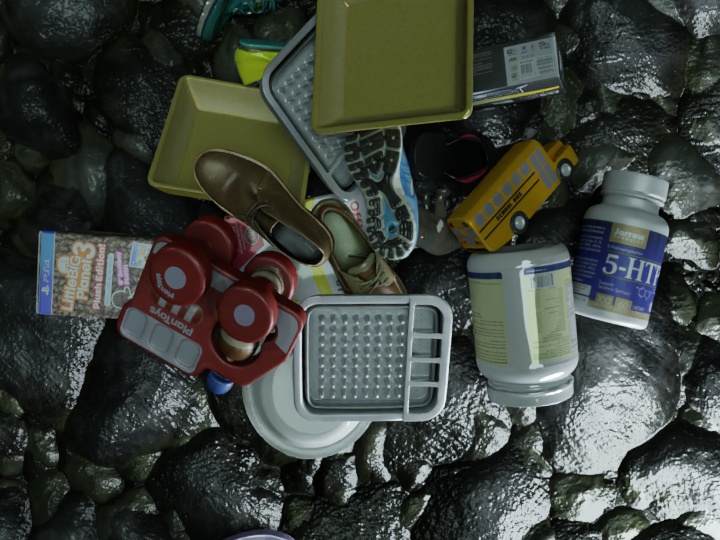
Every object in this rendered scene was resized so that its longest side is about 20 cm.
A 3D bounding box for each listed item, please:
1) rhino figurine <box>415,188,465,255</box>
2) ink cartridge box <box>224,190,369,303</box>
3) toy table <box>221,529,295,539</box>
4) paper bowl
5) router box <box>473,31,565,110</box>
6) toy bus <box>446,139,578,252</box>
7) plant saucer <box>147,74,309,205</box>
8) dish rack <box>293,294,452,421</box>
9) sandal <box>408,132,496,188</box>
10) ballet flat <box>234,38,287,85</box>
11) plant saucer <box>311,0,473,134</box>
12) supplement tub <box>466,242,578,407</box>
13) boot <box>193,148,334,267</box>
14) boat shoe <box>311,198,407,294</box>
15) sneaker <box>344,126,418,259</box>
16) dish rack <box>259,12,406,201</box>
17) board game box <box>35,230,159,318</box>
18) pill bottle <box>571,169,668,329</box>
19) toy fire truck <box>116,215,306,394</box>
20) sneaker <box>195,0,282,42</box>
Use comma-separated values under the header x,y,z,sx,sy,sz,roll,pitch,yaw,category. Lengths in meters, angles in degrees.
x,y,z,sx,sy,sz,roll,pitch,yaw,category
0.100,-0.068,0.969,0.194,0.060,0.091,9,82,-19,rhino figurine
-0.077,-0.024,0.948,0.194,0.083,0.150,-12,96,-4,ink cartridge box
-0.175,0.458,0.958,0.197,0.117,0.186,-34,96,-1,toy table
-0.068,0.157,0.953,0.194,0.104,0.208,0,95,-4,paper bowl
0.160,-0.245,0.883,0.194,0.157,0.054,-6,95,20,router box
0.213,-0.110,0.951,0.200,0.065,0.079,-47,107,-15,toy bus
-0.162,-0.160,0.910,0.193,0.049,0.205,9,55,-6,plant saucer
0.013,0.104,0.863,0.193,0.044,0.177,0,112,-5,dish rack
0.137,-0.150,0.921,0.044,0.197,0.078,3,98,39,sandal
-0.075,-0.282,0.944,0.193,0.067,0.069,-2,116,-9,ballet flat
0.042,-0.261,0.811,0.194,0.048,0.207,-1,81,21,plant saucer
0.226,0.071,0.950,0.140,0.145,0.207,-7,95,-4,supplement tub
-0.115,-0.075,0.801,0.198,0.076,0.074,36,101,-3,boot
0.000,0.000,0.877,0.075,0.074,0.202,-37,98,-2,boat shoe
0.032,-0.113,0.884,0.076,0.090,0.207,-9,84,17,sneaker
-0.037,-0.212,0.888,0.173,0.043,0.201,-53,121,-25,dish rack
-0.293,0.004,0.893,0.193,0.159,0.100,4,93,-6,board game box
0.367,-0.031,0.969,0.116,0.120,0.207,12,93,-6,pill bottle
-0.168,0.050,0.782,0.196,0.113,0.171,29,114,-2,toy fire truck
-0.144,-0.381,0.924,0.200,0.078,0.080,-45,105,-1,sneaker
